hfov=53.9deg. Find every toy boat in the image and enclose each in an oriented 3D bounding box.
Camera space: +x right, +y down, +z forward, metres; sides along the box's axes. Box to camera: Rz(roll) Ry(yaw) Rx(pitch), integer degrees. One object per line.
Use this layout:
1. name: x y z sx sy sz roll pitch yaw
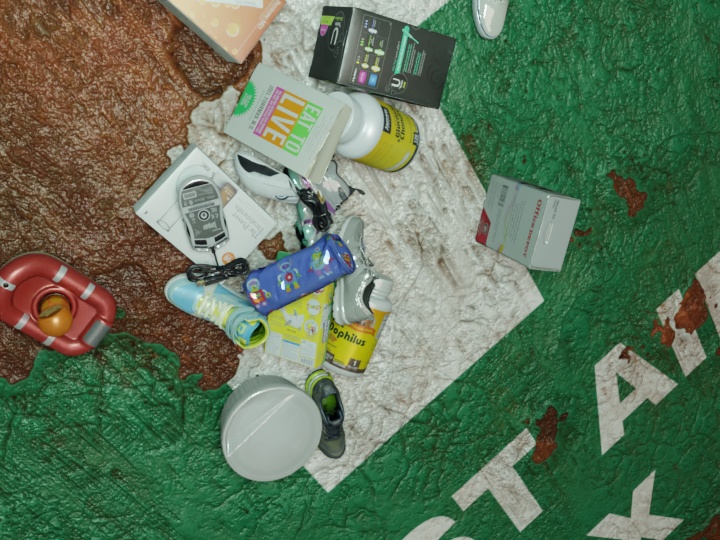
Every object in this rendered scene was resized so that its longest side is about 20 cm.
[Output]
1. toy boat: -0.491 0.063 1.134 0.200 0.131 0.131 38 90 -30

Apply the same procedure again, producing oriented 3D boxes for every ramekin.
1. ramekin: -0.181 0.297 1.377 0.200 0.094 0.205 -8 112 -22

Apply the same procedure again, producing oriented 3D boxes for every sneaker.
1. sneaker: -0.244 0.073 1.249 0.199 0.131 0.080 21 101 -29
2. sneaker: 0.256 -0.530 1.300 0.072 0.071 0.202 -3 109 -23
3. sneaker: 0.000 0.000 1.296 0.075 0.081 0.202 11 80 -69
4. sneaker: -0.065 0.305 1.440 0.073 0.081 0.202 -19 115 -17
5. sneaker: -0.054 -0.113 1.302 0.139 0.078 0.202 -18 115 -17

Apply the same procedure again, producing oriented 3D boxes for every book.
1. book: -0.121 -0.245 1.165 0.048 0.199 0.135 18 101 -60

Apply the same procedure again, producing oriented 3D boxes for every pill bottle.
1. pill bottle: -0.007 0.098 1.378 0.108 0.109 0.202 18 99 -28
2. pill bottle: 0.012 -0.242 1.226 0.199 0.111 0.113 7 107 -55

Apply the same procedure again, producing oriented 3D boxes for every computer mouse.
1. computer mouse: -0.256 -0.071 1.190 0.109 0.044 0.202 -14 120 -13
2. computer mouse: -0.141 -0.135 1.196 0.044 0.199 0.110 -57 162 -13

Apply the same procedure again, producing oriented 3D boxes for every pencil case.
1. pencil case: -0.108 0.005 1.236 0.199 0.078 0.088 -25 83 13

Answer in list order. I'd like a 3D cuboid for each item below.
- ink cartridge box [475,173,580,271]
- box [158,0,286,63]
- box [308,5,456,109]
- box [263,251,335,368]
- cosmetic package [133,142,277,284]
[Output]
1. ink cartridge box: 0.328 -0.097 1.410 0.082 0.200 0.147 6 106 -25
2. box: -0.236 -0.437 1.095 0.199 0.097 0.125 37 90 -30
3. box: 0.035 -0.364 1.213 0.198 0.148 0.126 7 105 -25
4. box: -0.113 0.069 1.320 0.048 0.116 0.202 -28 130 -63
5. cosmetic package: -0.266 -0.096 1.228 0.151 0.052 0.200 -47 120 0
